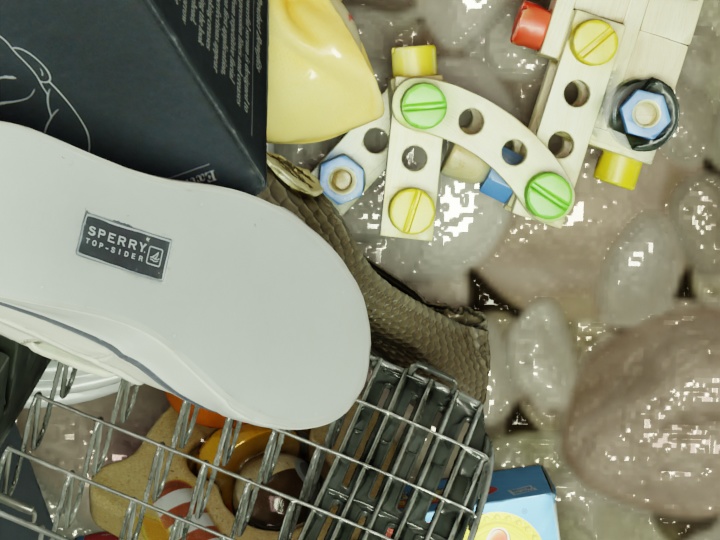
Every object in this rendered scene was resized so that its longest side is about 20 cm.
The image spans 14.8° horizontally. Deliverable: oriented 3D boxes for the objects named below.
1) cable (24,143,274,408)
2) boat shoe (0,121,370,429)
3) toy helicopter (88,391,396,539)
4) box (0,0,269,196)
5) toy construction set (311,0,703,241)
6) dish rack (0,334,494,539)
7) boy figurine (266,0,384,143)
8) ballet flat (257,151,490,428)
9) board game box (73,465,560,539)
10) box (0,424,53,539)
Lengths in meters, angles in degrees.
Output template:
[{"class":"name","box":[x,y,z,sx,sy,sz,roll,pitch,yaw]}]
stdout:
[{"class":"cable","box":[-0.132,-0.046,1.078,0.200,0.069,0.200,-36,98,2]},{"class":"boat shoe","box":[-0.082,0.003,0.906,0.199,0.066,0.072,18,80,-42]},{"class":"toy helicopter","box":[-0.052,0.119,1.019,0.132,0.079,0.200,28,56,17]},{"class":"box","box":[-0.137,-0.104,0.922,0.148,0.107,0.200,-18,131,16]},{"class":"toy construction set","box":[0.067,-0.100,1.070,0.130,0.092,0.201,17,108,-3]},{"class":"dish rack","box":[-0.057,0.068,0.962,0.199,0.154,0.055,22,135,4]},{"class":"boy figurine","box":[-0.016,-0.148,1.033,0.064,0.124,0.201,2,79,4]},{"class":"ballet flat","box":[0.000,0.000,1.047,0.046,0.067,0.200,-43,137,1]},{"class":"board game box","box":[-0.006,0.193,1.118,0.199,0.056,0.197,-9,98,0]},{"class":"box","box":[-0.214,0.141,1.052,0.199,0.104,0.149,-18,98,23]}]
